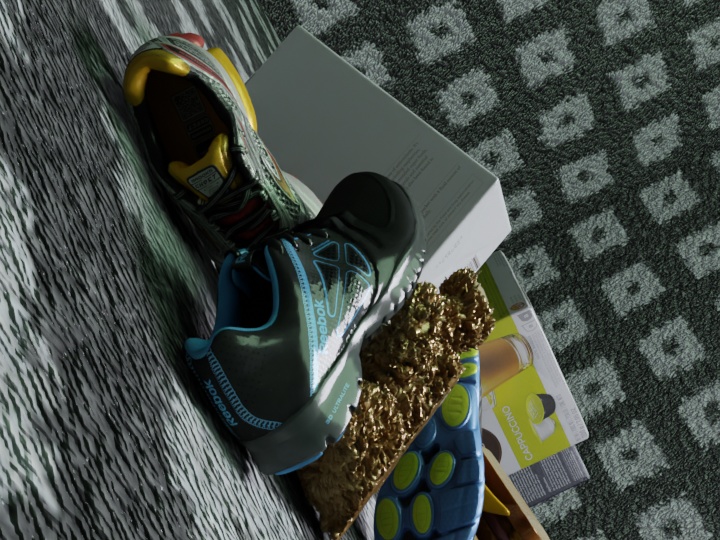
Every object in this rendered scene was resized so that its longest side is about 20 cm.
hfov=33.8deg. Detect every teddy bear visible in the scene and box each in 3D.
[{"bbox_3d":[0.015,0.069,0.704,0.067,0.200,0.145,35,-35,10],"label":"teddy bear"}]

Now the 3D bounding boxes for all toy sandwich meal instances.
[{"bbox_3d":[0.098,0.177,1.047,0.207,0.070,0.205,63,4,-8],"label":"toy sandwich meal"}]

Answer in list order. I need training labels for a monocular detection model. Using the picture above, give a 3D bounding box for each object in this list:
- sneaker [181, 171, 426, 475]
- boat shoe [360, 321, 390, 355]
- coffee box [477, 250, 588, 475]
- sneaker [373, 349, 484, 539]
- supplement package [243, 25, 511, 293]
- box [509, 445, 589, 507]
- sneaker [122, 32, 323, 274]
[{"bbox_3d":[-0.023,0.003,0.600,0.082,0.073,0.201,50,36,-24],"label":"sneaker"},{"bbox_3d":[-0.005,0.075,0.820,0.201,0.062,0.075,82,13,-49],"label":"boat shoe"},{"bbox_3d":[0.145,0.129,1.503,0.200,0.196,0.201,-102,165,-69],"label":"coffee box"},{"bbox_3d":[0.055,0.133,0.809,0.083,0.070,0.201,76,19,-48],"label":"sneaker"},{"bbox_3d":[-0.002,-0.063,0.892,0.200,0.121,0.120,40,-4,19],"label":"supplement package"},{"bbox_3d":[0.355,0.415,2.420,0.105,0.199,0.148,64,5,8],"label":"box"},{"bbox_3d":[-0.077,-0.041,0.679,0.201,0.077,0.082,56,12,-4],"label":"sneaker"}]
